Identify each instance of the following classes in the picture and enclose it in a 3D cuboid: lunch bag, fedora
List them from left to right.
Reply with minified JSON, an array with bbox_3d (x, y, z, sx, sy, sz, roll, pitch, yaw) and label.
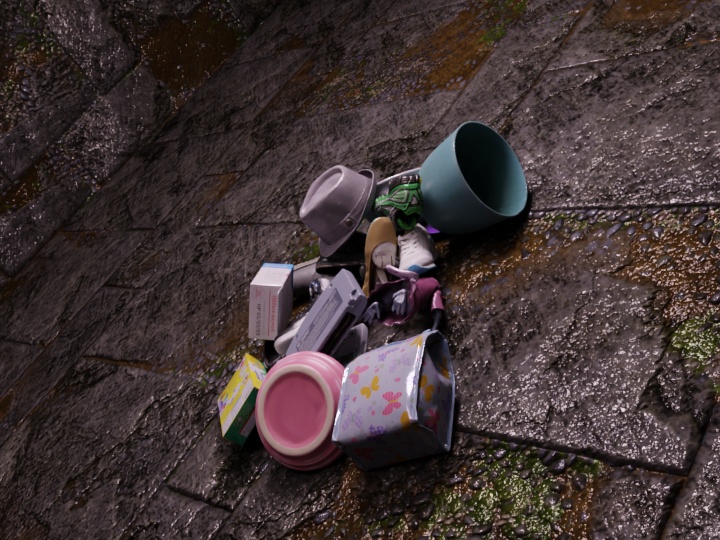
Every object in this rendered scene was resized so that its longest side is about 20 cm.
[{"bbox_3d":[-0.057,-0.135,1.815,0.200,0.090,0.178,-44,30,28],"label":"fedora"},{"bbox_3d":[0.062,0.201,1.443,0.169,0.127,0.201,-21,42,30],"label":"lunch bag"}]

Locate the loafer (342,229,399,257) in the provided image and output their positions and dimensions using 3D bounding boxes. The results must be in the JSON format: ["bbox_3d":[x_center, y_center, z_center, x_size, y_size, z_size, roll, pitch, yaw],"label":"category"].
[{"bbox_3d":[0.017,-0.057,1.892,0.199,0.071,0.064,13,89,48],"label":"loafer"}]

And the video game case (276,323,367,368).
[{"bbox_3d":[-0.078,0.195,1.624,0.199,0.024,0.183,-25,31,20],"label":"video game case"}]

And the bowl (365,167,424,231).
[{"bbox_3d":[0.092,-0.139,1.897,0.199,0.091,0.201,-21,-7,-3],"label":"bowl"}]

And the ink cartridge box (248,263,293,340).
[{"bbox_3d":[-0.181,0.066,1.803,0.067,0.116,0.200,4,15,3],"label":"ink cartridge box"}]

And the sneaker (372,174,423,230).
[{"bbox_3d":[0.072,-0.112,1.744,0.077,0.086,0.200,-5,-16,-11],"label":"sneaker"}]

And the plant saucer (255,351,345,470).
[{"bbox_3d":[-0.100,0.237,1.525,0.199,0.051,0.203,-5,78,26],"label":"plant saucer"}]

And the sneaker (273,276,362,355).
[{"bbox_3d":[-0.095,0.081,1.749,0.199,0.073,0.112,-24,58,-18],"label":"sneaker"}]

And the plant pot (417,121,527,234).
[{"bbox_3d":[0.200,-0.164,1.756,0.161,0.200,0.201,-31,25,43],"label":"plant pot"}]

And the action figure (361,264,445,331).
[{"bbox_3d":[0.087,0.039,1.612,0.133,0.150,0.199,22,23,33],"label":"action figure"}]

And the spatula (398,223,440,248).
[{"bbox_3d":[0.112,-0.070,1.881,0.199,0.021,0.057,-25,26,29],"label":"spatula"}]

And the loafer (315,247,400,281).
[{"bbox_3d":[0.000,0.000,1.823,0.198,0.072,0.063,10,45,28],"label":"loafer"}]

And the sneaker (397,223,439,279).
[{"bbox_3d":[0.101,-0.033,1.721,0.076,0.081,0.200,-25,9,13],"label":"sneaker"}]

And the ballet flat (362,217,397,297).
[{"bbox_3d":[0.043,-0.005,1.724,0.068,0.202,0.063,-9,36,-19],"label":"ballet flat"}]

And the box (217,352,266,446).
[{"bbox_3d":[-0.225,0.240,1.719,0.118,0.048,0.200,-58,20,7],"label":"box"}]

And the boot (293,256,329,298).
[{"bbox_3d":[-0.087,0.049,1.893,0.181,0.073,0.201,-32,35,7],"label":"boot"}]

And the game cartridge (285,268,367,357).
[{"bbox_3d":[-0.063,0.100,1.616,0.201,0.041,0.133,-56,19,11],"label":"game cartridge"}]

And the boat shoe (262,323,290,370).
[{"bbox_3d":[-0.168,0.154,1.826,0.074,0.060,0.201,-33,28,13],"label":"boat shoe"}]
